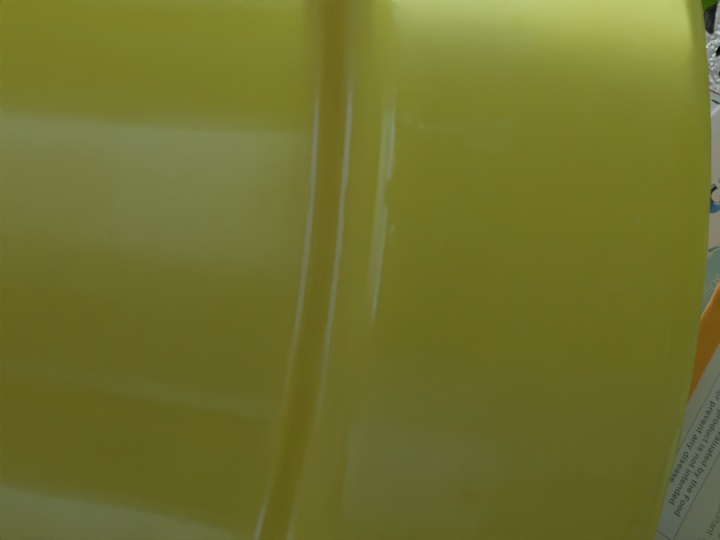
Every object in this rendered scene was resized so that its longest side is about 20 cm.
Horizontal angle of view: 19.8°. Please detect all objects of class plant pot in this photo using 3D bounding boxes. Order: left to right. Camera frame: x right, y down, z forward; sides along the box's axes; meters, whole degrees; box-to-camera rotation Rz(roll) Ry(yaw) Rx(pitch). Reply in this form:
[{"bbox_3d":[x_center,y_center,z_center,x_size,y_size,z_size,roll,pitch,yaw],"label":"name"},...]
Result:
[{"bbox_3d":[-0.057,-0.010,0.405,0.188,0.202,0.201,7,17,-16],"label":"plant pot"}]

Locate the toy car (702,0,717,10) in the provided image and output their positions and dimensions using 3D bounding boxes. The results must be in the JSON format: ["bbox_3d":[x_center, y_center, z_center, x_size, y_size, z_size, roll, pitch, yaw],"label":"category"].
[{"bbox_3d":[0.065,-0.113,0.992,0.158,0.164,0.200,46,39,-10],"label":"toy car"}]

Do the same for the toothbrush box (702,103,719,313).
[{"bbox_3d":[0.204,0.017,0.780,0.085,0.146,0.200,8,41,-57],"label":"toothbrush box"}]

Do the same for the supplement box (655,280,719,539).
[{"bbox_3d":[0.195,0.081,0.674,0.200,0.127,0.073,34,13,30],"label":"supplement box"}]
